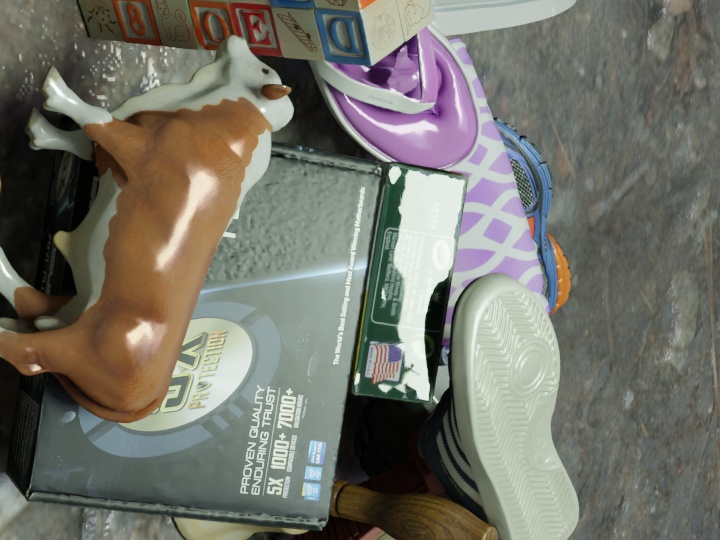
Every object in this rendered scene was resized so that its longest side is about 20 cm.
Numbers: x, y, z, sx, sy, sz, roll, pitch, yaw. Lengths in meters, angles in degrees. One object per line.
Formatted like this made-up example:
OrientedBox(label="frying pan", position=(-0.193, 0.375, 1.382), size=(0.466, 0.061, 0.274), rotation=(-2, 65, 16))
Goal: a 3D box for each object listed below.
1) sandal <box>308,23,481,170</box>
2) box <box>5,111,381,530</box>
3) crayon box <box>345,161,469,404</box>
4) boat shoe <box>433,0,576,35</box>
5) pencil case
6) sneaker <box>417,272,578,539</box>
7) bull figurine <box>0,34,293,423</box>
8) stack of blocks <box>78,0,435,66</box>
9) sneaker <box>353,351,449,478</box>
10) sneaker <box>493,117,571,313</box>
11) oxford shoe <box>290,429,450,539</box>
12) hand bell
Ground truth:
OrientedBox(label="sandal", position=(0.006, -0.131, 1.017), size=(0.082, 0.050, 0.203), rotation=(-35, 117, 1))
OrientedBox(label="box", position=(-0.090, 0.026, 0.940), size=(0.163, 0.086, 0.201), rotation=(9, 90, -19))
OrientedBox(label="crayon box", position=(0.000, 0.000, 1.030), size=(0.050, 0.200, 0.128), rotation=(8, 92, -17))
OrientedBox(label="boat shoe", position=(0.078, -0.202, 1.194), size=(0.199, 0.072, 0.069), rotation=(-16, 110, -41))
OrientedBox(label="pencil case", position=(0.057, -0.046, 1.120), size=(0.083, 0.085, 0.201), rotation=(-15, 89, -16))
OrientedBox(label="sneaker", position=(0.065, 0.080, 0.993), size=(0.075, 0.084, 0.201), rotation=(-32, 130, -28))
OrientedBox(label="bull figurine", position=(-0.110, -0.030, 0.851), size=(0.121, 0.065, 0.201), rotation=(20, 85, -14))
OrientedBox(label="stack of blocks", position=(-0.066, -0.175, 0.893), size=(0.059, 0.199, 0.116), rotation=(-40, 128, -40))
OrientedBox(label="sneaker", position=(0.015, 0.074, 1.167), size=(0.200, 0.099, 0.071), rotation=(54, 39, -5))
OrientedBox(label="sneaker", position=(0.094, -0.028, 1.243), size=(0.078, 0.075, 0.201), rotation=(-48, 131, -31))
OrientedBox(label="oxford shoe", position=(0.025, 0.167, 1.105), size=(0.200, 0.071, 0.075), rotation=(-37, 113, 12))
OrientedBox(label="hand bell", position=(-0.007, 0.137, 1.038), size=(0.104, 0.199, 0.105), rotation=(-16, 111, -49))
